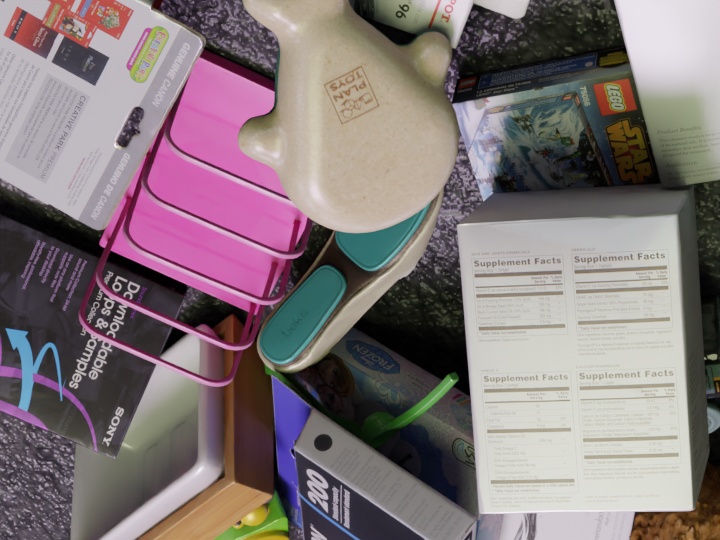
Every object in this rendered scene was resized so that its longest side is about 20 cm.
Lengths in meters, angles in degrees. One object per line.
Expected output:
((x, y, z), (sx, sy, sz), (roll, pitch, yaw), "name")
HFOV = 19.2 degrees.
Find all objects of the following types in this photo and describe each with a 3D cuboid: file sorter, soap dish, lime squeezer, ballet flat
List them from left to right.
((-0.148, 0.151, 1.700), (0.081, 0.158, 0.200), (26, 133, -32), "soap dish")
((-0.111, -0.033, 1.574), (0.138, 0.126, 0.200), (24, 127, -8), "file sorter")
((0.000, 0.000, 1.610), (0.069, 0.070, 0.200), (40, 102, -18), "ballet flat")
((0.004, 0.108, 1.619), (0.199, 0.071, 0.038), (1, 174, 45), "lime squeezer")

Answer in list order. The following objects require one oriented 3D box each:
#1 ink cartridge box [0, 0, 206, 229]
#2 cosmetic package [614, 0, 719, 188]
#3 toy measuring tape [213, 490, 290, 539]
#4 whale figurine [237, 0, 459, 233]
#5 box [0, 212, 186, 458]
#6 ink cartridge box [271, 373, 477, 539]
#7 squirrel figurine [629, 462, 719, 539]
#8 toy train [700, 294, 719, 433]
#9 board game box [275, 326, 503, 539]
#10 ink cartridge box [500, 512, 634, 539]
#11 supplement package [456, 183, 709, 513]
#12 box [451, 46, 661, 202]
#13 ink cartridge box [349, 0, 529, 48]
((-0.212, -0.155, 1.522), (0.175, 0.084, 0.200), (30, 126, -6), "ink cartridge box")
((0.237, -0.163, 1.438), (0.112, 0.081, 0.201), (-7, 123, 16), "cosmetic package")
((-0.094, 0.233, 1.766), (0.073, 0.074, 0.200), (9, 154, 5), "toy measuring tape")
((-0.015, -0.126, 1.442), (0.159, 0.104, 0.201), (-28, 117, -3), "whale figurine")
((-0.254, 0.044, 1.669), (0.199, 0.036, 0.144), (23, 90, -8), "box")
((-0.001, 0.194, 1.629), (0.200, 0.043, 0.199), (35, 153, 22), "ink cartridge box")
((0.297, 0.237, 1.669), (0.141, 0.186, 0.201), (-17, 92, 49), "squirrel figurine")
((0.195, 0.073, 1.605), (0.199, 0.086, 0.114), (-5, 146, 12), "toy train")
((0.023, 0.158, 1.685), (0.199, 0.043, 0.201), (29, 133, 26), "board game box")
((0.121, 0.190, 1.731), (0.199, 0.067, 0.116), (9, 127, 5), "ink cartridge box")
((0.158, 0.051, 1.474), (0.150, 0.152, 0.201), (-3, 99, 13), "supplement package")
((0.159, -0.061, 1.554), (0.136, 0.040, 0.201), (-8, 124, 18), "box")
((0.031, -0.230, 1.435), (0.199, 0.068, 0.116), (18, 128, -4), "ink cartridge box")
